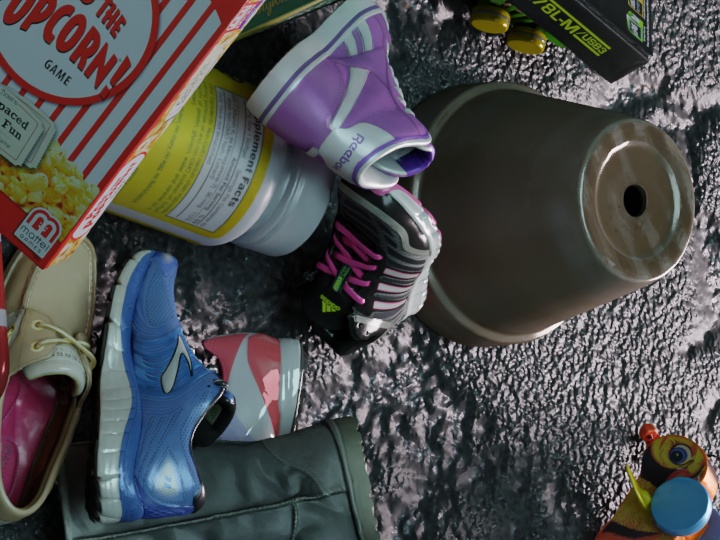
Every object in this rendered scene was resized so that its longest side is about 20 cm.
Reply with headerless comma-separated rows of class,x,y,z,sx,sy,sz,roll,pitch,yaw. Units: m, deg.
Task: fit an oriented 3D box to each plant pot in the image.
plant pot,0.142,-0.047,1.557,0.200,0.173,0.200,3,85,-38

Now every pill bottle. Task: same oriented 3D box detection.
pill bottle,-0.121,-0.081,1.390,0.200,0.114,0.114,20,76,-36

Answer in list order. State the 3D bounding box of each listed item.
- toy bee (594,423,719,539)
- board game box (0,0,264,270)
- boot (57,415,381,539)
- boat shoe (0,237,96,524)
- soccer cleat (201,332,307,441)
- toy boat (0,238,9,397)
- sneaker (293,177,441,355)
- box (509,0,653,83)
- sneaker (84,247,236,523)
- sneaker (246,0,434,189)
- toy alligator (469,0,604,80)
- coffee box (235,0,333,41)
toy bee,0.245,0.179,1.687,0.200,0.109,0.131,-30,137,-22
board game box,-0.170,-0.126,1.197,0.151,0.200,0.046,40,17,4
boot,-0.089,0.185,1.377,0.200,0.073,0.182,-9,76,-17
boat shoe,-0.199,0.066,1.350,0.074,0.069,0.200,21,75,-35
soccer cleat,-0.086,0.141,1.448,0.073,0.068,0.200,9,90,-8
toy boat,-0.262,0.001,1.256,0.130,0.131,0.200,-2,85,-30
sneaker,0.000,0.000,1.458,0.074,0.200,0.087,40,71,17
box,0.142,-0.268,1.602,0.193,0.047,0.200,36,42,-33
sneaker,-0.126,0.075,1.362,0.089,0.079,0.200,7,54,-12
sneaker,0.003,-0.108,1.398,0.114,0.073,0.200,37,29,-1
toy alligator,0.146,-0.197,1.641,0.200,0.054,0.059,24,74,-35
coffee box,-0.037,-0.192,1.408,0.044,0.123,0.200,67,25,-5
